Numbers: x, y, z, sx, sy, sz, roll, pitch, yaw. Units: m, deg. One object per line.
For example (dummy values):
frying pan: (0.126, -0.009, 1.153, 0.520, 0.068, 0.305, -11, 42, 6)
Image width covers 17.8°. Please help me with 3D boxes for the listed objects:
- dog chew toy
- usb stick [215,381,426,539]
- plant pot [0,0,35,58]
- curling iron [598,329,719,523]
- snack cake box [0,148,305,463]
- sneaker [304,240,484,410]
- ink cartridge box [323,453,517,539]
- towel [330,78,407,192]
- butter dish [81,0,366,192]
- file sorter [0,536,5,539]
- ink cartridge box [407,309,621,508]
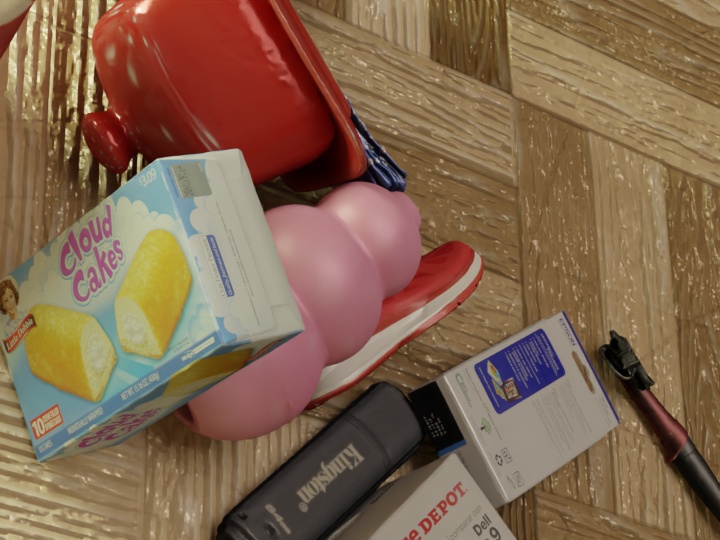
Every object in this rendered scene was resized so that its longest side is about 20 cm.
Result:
dog chew toy: (-0.044, 0.016, 1.450, 0.200, 0.124, 0.125, -38, 95, -17)
usb stick: (-0.023, 0.138, 1.503, 0.056, 0.033, 0.200, 56, 44, -4)
plant pot: (-0.286, -0.162, 1.328, 0.200, 0.177, 0.201, 20, 55, -32)
curling iron: (0.239, 0.133, 1.745, 0.201, 0.025, 0.050, 57, 6, -7)
snack cake box: (-0.131, 0.023, 1.347, 0.067, 0.200, 0.116, -10, 74, -43)
sneaker: (0.000, 0.000, 1.570, 0.116, 0.078, 0.200, 56, 42, -4)
ink cartridge box: (0.056, 0.243, 1.478, 0.200, 0.084, 0.146, 54, 44, -5)
towel: (-0.039, -0.128, 1.569, 0.024, 0.145, 0.201, -32, 90, -12)
butter dish: (-0.112, -0.115, 1.483, 0.147, 0.200, 0.200, -31, 97, -15)
file sorter: (-0.241, 0.245, 1.180, 0.138, 0.124, 0.201, 3, 65, -42)
ink cartridge box: (0.112, 0.099, 1.627, 0.200, 0.039, 0.100, -22, 84, -57)
